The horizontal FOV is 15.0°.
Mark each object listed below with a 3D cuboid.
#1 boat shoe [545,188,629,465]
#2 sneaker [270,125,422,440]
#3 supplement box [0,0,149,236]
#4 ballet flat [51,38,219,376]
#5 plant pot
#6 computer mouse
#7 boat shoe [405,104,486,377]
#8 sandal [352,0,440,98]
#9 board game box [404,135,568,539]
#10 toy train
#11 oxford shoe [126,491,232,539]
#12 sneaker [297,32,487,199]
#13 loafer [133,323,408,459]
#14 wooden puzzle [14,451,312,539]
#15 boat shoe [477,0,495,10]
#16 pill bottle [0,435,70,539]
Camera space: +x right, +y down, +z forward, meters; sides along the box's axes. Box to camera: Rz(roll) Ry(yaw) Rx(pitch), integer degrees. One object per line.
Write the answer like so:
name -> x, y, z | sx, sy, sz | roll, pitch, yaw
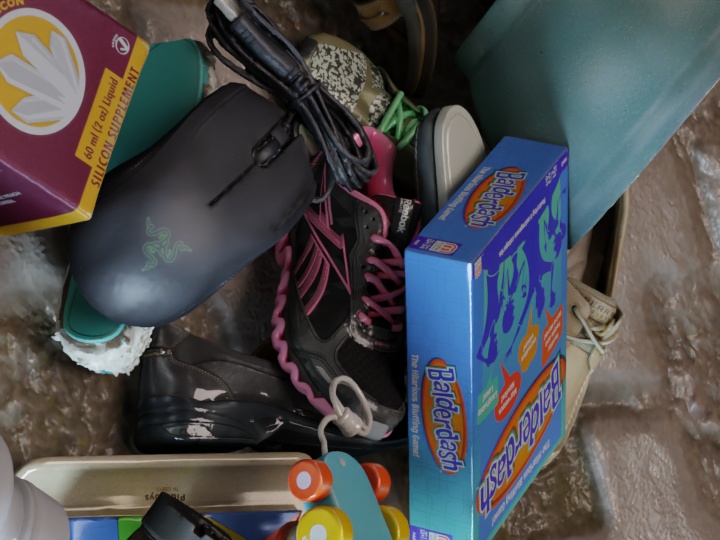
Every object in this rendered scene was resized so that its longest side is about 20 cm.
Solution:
boat shoe -> 0.132, 0.027, 1.753 | 0.072, 0.065, 0.201 | 28, 65, -37
sneaker -> 0.000, 0.000, 1.570 | 0.079, 0.095, 0.201 | 21, 44, -39
supplement box -> -0.221, -0.114, 1.428 | 0.200, 0.085, 0.111 | 33, 62, -35
ballet flat -> -0.124, -0.032, 1.534 | 0.072, 0.072, 0.201 | 32, 65, -35
plant pot -> 0.142, -0.132, 1.668 | 0.134, 0.200, 0.200 | 41, 53, 2
computer mouse -> -0.078, -0.053, 1.485 | 0.139, 0.053, 0.200 | 50, 61, -13
boat shoe -> 0.043, -0.009, 1.631 | 0.073, 0.061, 0.201 | -56, 147, -47
sandal -> 0.021, -0.173, 1.634 | 0.200, 0.054, 0.082 | 80, 14, -69
board game box -> 0.075, 0.045, 1.588 | 0.152, 0.045, 0.201 | -49, 144, -52
toy train -> 0.022, 0.161, 1.493 | 0.200, 0.056, 0.150 | 49, 28, -16
oxford shoe -> -0.057, 0.206, 1.463 | 0.200, 0.073, 0.085 | 39, 88, -19
sneaker -> 0.038, -0.076, 1.664 | 0.200, 0.088, 0.077 | 44, 56, -30
loafer -> -0.043, 0.071, 1.580 | 0.199, 0.073, 0.073 | 8, 73, -43
wooden puzzle -> -0.097, 0.201, 1.495 | 0.184, 0.046, 0.201 | 1, 84, -28
boat shoe -> 0.108, -0.191, 1.760 | 0.199, 0.072, 0.068 | 3, 81, -43
pill bottle -> -0.243, 0.104, 1.356 | 0.200, 0.111, 0.112 | 37, 60, -33
